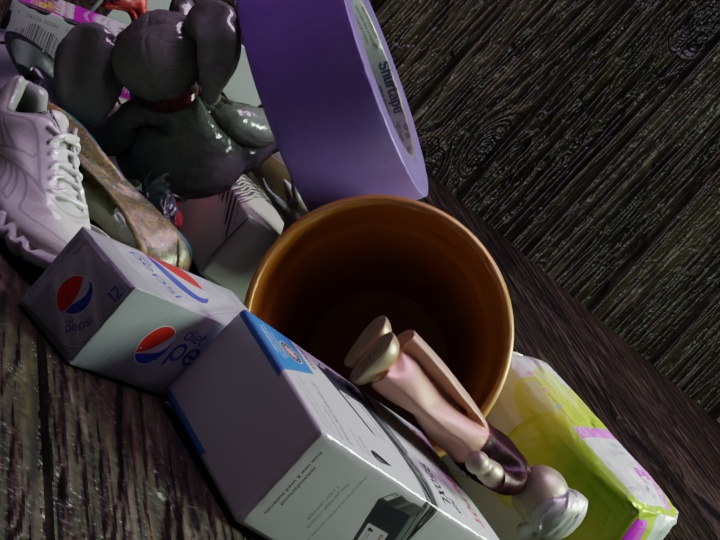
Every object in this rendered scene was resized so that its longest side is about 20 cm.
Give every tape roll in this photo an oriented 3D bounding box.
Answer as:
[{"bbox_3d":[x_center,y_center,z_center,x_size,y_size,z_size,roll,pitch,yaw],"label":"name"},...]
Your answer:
[{"bbox_3d":[-0.020,-0.138,1.719,0.200,0.084,0.201,-20,90,-81],"label":"tape roll"}]

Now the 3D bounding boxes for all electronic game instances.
[{"bbox_3d":[-0.247,-0.119,1.823,0.200,0.042,0.200,48,10,-11],"label":"electronic game"}]

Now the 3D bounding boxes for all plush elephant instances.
[{"bbox_3d":[-0.145,-0.142,1.728,0.163,0.156,0.200,0,24,11],"label":"plush elephant"}]

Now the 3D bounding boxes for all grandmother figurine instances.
[{"bbox_3d":[0.079,0.117,1.542,0.200,0.061,0.121,41,16,-16],"label":"grandmother figurine"}]

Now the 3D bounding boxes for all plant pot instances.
[{"bbox_3d":[0.013,0.058,1.706,0.200,0.200,0.183,43,-6,7],"label":"plant pot"}]

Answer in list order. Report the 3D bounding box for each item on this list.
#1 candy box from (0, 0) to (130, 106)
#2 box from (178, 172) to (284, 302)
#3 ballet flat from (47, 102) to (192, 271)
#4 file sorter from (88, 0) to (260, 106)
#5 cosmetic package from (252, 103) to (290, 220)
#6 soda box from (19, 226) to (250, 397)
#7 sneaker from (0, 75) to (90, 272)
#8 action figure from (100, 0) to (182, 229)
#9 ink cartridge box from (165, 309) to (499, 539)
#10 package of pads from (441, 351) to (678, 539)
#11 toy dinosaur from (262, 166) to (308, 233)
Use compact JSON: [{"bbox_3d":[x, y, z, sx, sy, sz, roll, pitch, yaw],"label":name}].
[{"bbox_3d":[-0.224,-0.186,1.982,0.199,0.061,0.136,20,10,-10],"label":"candy box"},{"bbox_3d":[-0.117,-0.045,1.960,0.082,0.068,0.200,38,9,-32],"label":"box"},{"bbox_3d":[-0.207,-0.055,1.657,0.200,0.071,0.071,44,9,22],"label":"ballet flat"},{"bbox_3d":[-0.180,-0.187,2.154,0.200,0.139,0.125,39,7,-21],"label":"file sorter"},{"bbox_3d":[-0.044,-0.067,2.082,0.105,0.071,0.201,38,-23,32],"label":"cosmetic package"},{"bbox_3d":[-0.135,0.036,1.486,0.063,0.068,0.200,46,10,28],"label":"soda box"},{"bbox_3d":[-0.223,-0.063,1.542,0.075,0.081,0.200,35,12,-48],"label":"sneaker"},{"bbox_3d":[-0.181,-0.131,1.893,0.065,0.051,0.202,2,-72,69],"label":"action figure"},{"bbox_3d":[-0.016,0.134,1.485,0.200,0.084,0.145,37,11,-40],"label":"ink cartridge box"},{"bbox_3d":[0.134,0.174,1.714,0.068,0.155,0.200,16,25,-47],"label":"package of pads"},{"bbox_3d":[0.000,0.000,1.841,0.199,0.077,0.102,29,-9,33],"label":"toy dinosaur"}]
